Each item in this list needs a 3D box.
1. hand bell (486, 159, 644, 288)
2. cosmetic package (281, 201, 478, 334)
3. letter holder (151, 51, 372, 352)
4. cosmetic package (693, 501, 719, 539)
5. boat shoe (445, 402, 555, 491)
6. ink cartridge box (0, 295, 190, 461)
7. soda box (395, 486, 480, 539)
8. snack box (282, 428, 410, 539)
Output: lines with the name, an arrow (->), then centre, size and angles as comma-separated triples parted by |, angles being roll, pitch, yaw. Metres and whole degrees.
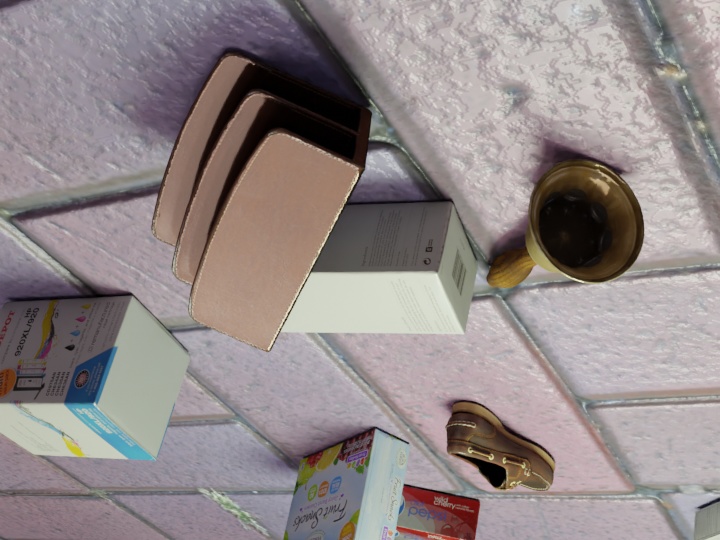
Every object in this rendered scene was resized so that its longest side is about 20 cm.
hand bell -> 0.158, -0.015, 0.996 | 0.103, 0.105, 0.200 | 20, 161, -10
cosmetic package -> 0.000, 0.000, 1.064 | 0.198, 0.086, 0.108 | 1, 146, 22
letter holder -> -0.096, -0.058, 0.925 | 0.141, 0.101, 0.201 | 23, 123, -10
cosmetic package -> 0.539, 0.352, 1.446 | 0.198, 0.051, 0.083 | 21, 151, -12
boat shoe -> 0.172, 0.238, 1.396 | 0.070, 0.071, 0.199 | -19, 137, 41
ink cartridge box -> -0.340, 0.131, 1.355 | 0.198, 0.148, 0.145 | -3, 145, 25
soda box -> 0.072, 0.357, 1.634 | 0.198, 0.064, 0.070 | 10, 150, 5
snack box -> -0.024, 0.324, 1.517 | 0.067, 0.170, 0.200 | 26, 148, -23
